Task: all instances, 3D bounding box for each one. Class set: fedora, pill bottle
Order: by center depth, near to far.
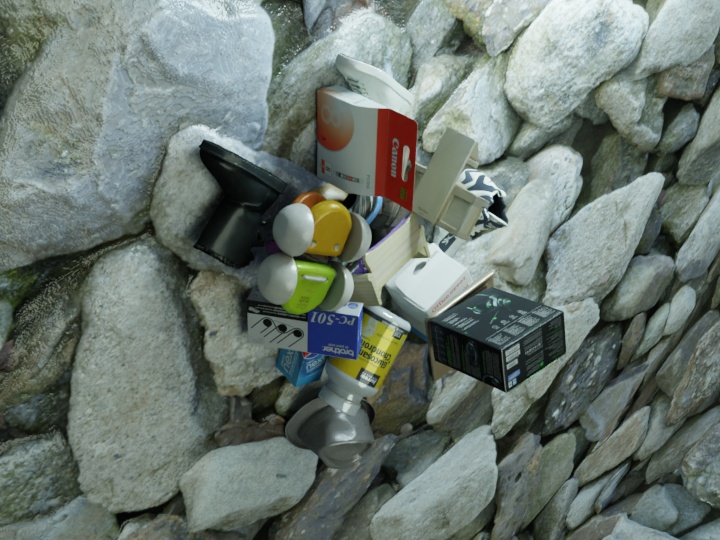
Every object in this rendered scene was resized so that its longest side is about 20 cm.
[{"bbox_3d":[0.003,0.163,1.699,0.112,0.112,0.201,27,91,-50],"label":"pill bottle"},{"bbox_3d":[-0.046,0.335,1.832,0.177,0.091,0.199,-43,141,19],"label":"fedora"}]

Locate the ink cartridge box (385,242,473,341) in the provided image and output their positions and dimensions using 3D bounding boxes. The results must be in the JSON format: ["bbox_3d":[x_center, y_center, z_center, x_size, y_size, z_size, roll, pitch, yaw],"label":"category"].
[{"bbox_3d":[0.152,0.053,1.859,0.129,0.125,0.200,-46,140,-12],"label":"ink cartridge box"}]

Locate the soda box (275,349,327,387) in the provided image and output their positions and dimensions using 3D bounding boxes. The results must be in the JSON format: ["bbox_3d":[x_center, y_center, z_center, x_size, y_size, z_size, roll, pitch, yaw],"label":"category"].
[{"bbox_3d":[-0.092,0.113,1.674,0.064,0.068,0.201,-13,133,-40],"label":"soda box"}]

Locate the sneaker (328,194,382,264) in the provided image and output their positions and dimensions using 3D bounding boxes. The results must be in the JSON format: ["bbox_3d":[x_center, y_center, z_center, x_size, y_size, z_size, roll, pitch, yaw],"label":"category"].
[{"bbox_3d":[-0.042,-0.071,1.592,0.082,0.071,0.200,31,94,-31],"label":"sneaker"}]

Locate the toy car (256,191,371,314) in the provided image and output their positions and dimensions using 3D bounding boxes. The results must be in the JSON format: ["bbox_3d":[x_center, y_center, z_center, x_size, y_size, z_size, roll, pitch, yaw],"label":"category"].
[{"bbox_3d":[-0.094,-0.033,1.503,0.174,0.150,0.201,8,108,-42],"label":"toy car"}]

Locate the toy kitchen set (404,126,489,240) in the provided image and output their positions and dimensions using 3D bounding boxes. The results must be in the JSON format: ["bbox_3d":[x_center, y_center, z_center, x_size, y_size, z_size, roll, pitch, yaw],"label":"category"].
[{"bbox_3d":[0.190,-0.160,1.695,0.180,0.200,0.164,15,105,-49],"label":"toy kitchen set"}]

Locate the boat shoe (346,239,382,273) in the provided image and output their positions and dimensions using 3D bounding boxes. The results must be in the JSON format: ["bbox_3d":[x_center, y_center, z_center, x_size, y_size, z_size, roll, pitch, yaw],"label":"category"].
[{"bbox_3d":[0.000,0.000,1.726,0.200,0.057,0.067,-45,128,-32],"label":"boat shoe"}]

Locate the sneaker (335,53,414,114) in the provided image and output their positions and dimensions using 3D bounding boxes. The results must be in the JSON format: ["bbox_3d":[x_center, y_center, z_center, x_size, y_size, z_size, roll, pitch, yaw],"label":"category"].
[{"bbox_3d":[0.018,-0.293,1.529,0.199,0.073,0.085,23,96,-52],"label":"sneaker"}]

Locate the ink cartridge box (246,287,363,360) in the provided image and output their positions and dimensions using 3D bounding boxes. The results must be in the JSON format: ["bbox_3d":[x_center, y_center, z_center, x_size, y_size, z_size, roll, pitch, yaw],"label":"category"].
[{"bbox_3d":[-0.097,0.092,1.586,0.044,0.198,0.095,-69,165,-57],"label":"ink cartridge box"}]

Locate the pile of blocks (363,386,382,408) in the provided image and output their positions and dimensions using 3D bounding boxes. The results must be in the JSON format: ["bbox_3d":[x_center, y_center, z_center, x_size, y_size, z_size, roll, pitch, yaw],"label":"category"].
[{"bbox_3d":[-0.008,0.204,1.854,0.082,0.062,0.200,-54,150,-19],"label":"pile of blocks"}]

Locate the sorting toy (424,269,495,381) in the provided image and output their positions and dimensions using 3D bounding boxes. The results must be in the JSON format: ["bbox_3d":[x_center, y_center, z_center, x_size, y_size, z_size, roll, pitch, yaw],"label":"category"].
[{"bbox_3d":[0.200,0.108,1.824,0.185,0.036,0.201,-34,140,-24],"label":"sorting toy"}]

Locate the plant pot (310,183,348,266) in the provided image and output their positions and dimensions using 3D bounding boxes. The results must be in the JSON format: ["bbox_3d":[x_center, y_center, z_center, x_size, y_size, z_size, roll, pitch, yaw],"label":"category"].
[{"bbox_3d":[-0.064,-0.058,1.641,0.199,0.027,0.201,-25,131,-32],"label":"plant pot"}]

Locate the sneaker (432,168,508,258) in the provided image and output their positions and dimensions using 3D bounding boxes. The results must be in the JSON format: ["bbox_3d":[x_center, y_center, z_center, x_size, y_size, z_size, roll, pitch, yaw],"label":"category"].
[{"bbox_3d":[0.231,-0.091,1.839,0.079,0.129,0.200,14,106,-48],"label":"sneaker"}]

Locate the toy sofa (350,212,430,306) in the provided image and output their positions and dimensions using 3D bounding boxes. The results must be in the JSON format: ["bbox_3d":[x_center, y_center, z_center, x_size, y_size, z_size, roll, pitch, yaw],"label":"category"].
[{"bbox_3d":[0.037,-0.023,1.644,0.200,0.082,0.098,-43,121,-44],"label":"toy sofa"}]

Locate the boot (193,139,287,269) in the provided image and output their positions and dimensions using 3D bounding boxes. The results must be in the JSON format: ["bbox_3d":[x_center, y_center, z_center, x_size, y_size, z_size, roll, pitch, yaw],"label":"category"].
[{"bbox_3d":[-0.210,-0.099,1.430,0.198,0.073,0.163,27,95,-55],"label":"boot"}]

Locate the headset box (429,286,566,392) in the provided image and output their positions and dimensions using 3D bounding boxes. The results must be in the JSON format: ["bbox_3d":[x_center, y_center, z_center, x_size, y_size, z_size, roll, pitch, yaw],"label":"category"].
[{"bbox_3d":[0.251,0.122,1.702,0.173,0.199,0.093,-26,120,-33],"label":"headset box"}]

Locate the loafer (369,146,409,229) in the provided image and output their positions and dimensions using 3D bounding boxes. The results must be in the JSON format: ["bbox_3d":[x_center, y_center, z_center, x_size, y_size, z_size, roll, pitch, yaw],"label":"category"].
[{"bbox_3d":[0.045,-0.164,1.633,0.063,0.071,0.201,-35,144,-63],"label":"loafer"}]

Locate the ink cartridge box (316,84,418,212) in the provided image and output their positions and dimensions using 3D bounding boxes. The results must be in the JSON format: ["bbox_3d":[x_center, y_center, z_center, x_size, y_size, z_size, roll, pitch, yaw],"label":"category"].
[{"bbox_3d":[0.006,-0.194,1.483,0.050,0.200,0.163,-22,130,-33],"label":"ink cartridge box"}]
